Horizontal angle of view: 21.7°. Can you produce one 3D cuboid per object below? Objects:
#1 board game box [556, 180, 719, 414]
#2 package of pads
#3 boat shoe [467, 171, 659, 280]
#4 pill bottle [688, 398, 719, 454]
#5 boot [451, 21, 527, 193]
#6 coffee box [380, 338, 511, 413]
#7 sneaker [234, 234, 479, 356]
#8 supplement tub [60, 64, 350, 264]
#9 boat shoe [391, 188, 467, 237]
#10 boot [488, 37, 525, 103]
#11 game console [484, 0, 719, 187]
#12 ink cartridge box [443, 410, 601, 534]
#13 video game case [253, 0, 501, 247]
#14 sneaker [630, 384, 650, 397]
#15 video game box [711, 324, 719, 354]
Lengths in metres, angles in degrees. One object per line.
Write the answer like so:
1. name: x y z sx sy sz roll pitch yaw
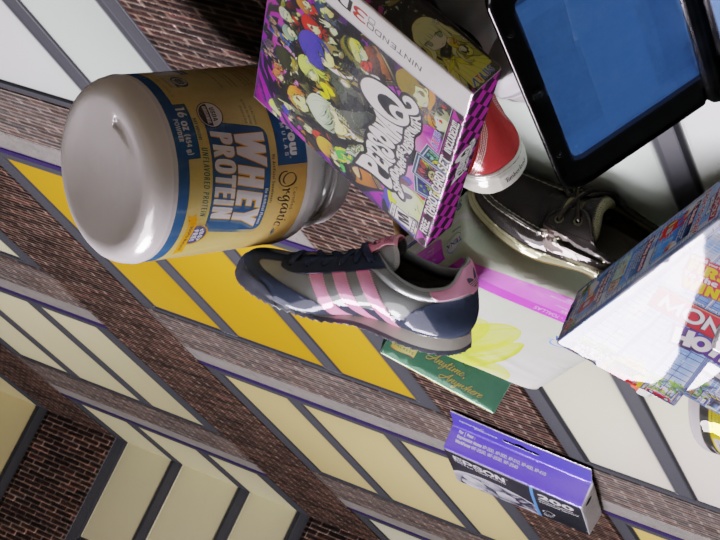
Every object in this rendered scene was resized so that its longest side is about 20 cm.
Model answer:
1. board game box: 0.272 0.026 1.368 0.199 0.062 0.200 28 142 2
2. package of pads: 0.119 0.022 1.574 0.199 0.069 0.154 22 143 -27
3. boat shoe: 0.180 -0.035 1.466 0.199 0.074 0.065 27 144 4
4. pill bottle: 0.377 0.116 1.530 0.199 0.112 0.111 13 160 39
5. boot: 0.023 -0.144 1.375 0.199 0.073 0.145 21 152 38
6. coffee box: 0.085 0.055 1.746 0.122 0.044 0.200 28 -163 -4
7. sneaker: 0.000 0.000 1.484 0.198 0.070 0.083 14 118 6
8. supplement tub: -0.119 -0.087 1.481 0.199 0.146 0.144 -9 -170 -38
9. boat shoe: 0.067 -0.039 1.607 0.070 0.071 0.200 24 164 23
10. boot: 0.157 -0.132 1.198 0.095 0.074 0.200 24 174 -15
11. game console: 0.189 -0.121 1.044 0.175 0.117 0.200 17 157 29
12. ink cartridge box: 0.204 0.259 2.385 0.197 0.044 0.200 22 162 19
13. video game case: 0.006 -0.130 1.307 0.181 0.036 0.200 42 153 14
14. sneaker: 0.238 0.058 1.643 0.081 0.077 0.200 30 164 9
15. video game box: 0.338 0.003 1.162 0.198 0.047 0.184 23 123 14
